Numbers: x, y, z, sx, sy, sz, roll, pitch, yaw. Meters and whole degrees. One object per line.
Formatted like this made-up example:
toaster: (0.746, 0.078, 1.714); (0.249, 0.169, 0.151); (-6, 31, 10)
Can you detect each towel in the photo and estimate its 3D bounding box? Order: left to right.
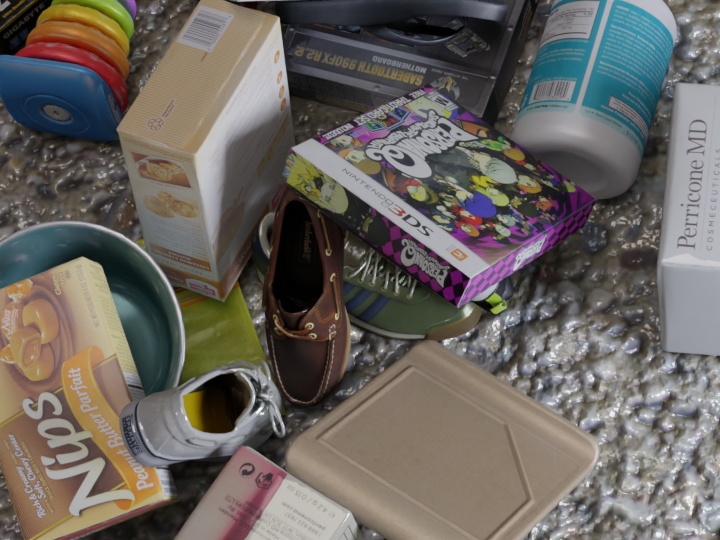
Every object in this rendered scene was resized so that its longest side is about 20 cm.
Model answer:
towel: (-0.133, 0.050, 1.692); (0.086, 0.018, 0.201); (-22, 64, -1)

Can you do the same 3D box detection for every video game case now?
video game case: (0.064, -0.064, 1.577); (0.181, 0.036, 0.200); (37, 37, 19)

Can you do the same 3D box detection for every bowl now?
bowl: (-0.228, 0.066, 1.635); (0.200, 0.105, 0.202); (-1, 82, 9)

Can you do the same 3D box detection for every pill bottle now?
pill bottle: (0.202, -0.169, 1.690); (0.110, 0.111, 0.201); (13, 68, 15)

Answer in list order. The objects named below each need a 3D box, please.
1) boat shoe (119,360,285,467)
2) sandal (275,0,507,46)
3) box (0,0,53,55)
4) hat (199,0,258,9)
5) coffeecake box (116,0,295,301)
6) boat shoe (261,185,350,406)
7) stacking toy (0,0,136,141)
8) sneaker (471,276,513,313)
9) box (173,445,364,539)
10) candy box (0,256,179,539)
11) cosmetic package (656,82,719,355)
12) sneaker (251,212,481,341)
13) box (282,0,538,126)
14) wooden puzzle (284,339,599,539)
boat shoe: (-0.098, 0.102, 1.547); (0.086, 0.202, 0.075); (-24, 79, 26)
sandal: (0.028, -0.216, 1.718); (0.199, 0.076, 0.043); (0, 104, 8)
box: (-0.313, -0.316, 1.877); (0.200, 0.049, 0.160); (-42, 68, -11)
hat: (-0.106, -0.252, 1.806); (0.200, 0.165, 0.177); (-34, 101, -38)
coffeecake box: (-0.120, -0.097, 1.644); (0.073, 0.200, 0.154); (18, 58, 16)
boat shoe: (-0.048, 0.021, 1.601); (0.070, 0.201, 0.070); (7, 22, 16)
stacking toy: (-0.241, -0.223, 1.787); (0.109, 0.116, 0.201); (8, 63, 14)
sneaker: (0.083, -0.031, 1.667); (0.072, 0.083, 0.200); (-34, 33, 19)
box: (-0.094, 0.257, 1.527); (0.109, 0.128, 0.200); (30, 72, 20)
candy box: (-0.229, 0.104, 1.550); (0.115, 0.055, 0.201); (-21, 81, 6)
cosmetic package: (0.339, -0.033, 1.574); (0.199, 0.165, 0.165); (4, 65, 11)
sneaker: (0.000, 0.000, 1.653); (0.199, 0.090, 0.067); (15, 66, 15)
box: (0.042, -0.212, 1.770); (0.199, 0.048, 0.159); (14, 69, 15)
wooden puzzle: (0.065, 0.150, 1.569); (0.185, 0.037, 0.200); (30, 41, 21)
